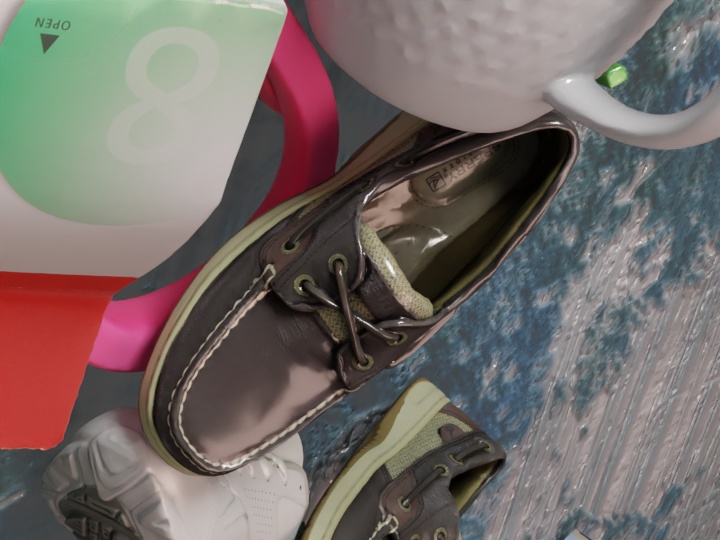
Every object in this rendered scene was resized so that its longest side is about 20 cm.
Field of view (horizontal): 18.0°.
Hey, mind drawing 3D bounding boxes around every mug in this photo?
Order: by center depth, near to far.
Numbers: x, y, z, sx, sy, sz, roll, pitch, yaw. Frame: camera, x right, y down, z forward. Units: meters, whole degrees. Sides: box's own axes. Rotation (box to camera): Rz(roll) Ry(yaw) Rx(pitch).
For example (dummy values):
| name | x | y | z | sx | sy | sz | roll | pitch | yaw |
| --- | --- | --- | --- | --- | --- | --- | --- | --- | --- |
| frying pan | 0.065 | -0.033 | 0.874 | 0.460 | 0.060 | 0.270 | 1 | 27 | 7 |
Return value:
| name | x | y | z | sx | sy | sz | roll | pitch | yaw |
| --- | --- | --- | --- | --- | --- | --- | --- | --- | --- |
| mug | 0.073 | -0.127 | 0.788 | 0.148 | 0.200 | 0.175 | -10 | 136 | -49 |

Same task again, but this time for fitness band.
| name | x | y | z | sx | sy | sz | roll | pitch | yaw |
| --- | --- | --- | --- | --- | --- | --- | --- | --- | --- |
| fitness band | -0.075 | -0.040 | 0.826 | 0.144 | 0.037 | 0.200 | -49 | 149 | -10 |

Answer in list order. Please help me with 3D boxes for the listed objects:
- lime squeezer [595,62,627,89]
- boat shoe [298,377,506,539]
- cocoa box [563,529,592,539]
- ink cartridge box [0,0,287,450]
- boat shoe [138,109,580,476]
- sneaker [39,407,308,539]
| name | x | y | z | sx | sy | sz | roll | pitch | yaw |
| --- | --- | --- | --- | --- | --- | --- | --- | --- | --- |
| lime squeezer | 0.058 | -0.072 | 0.935 | 0.038 | 0.071 | 0.200 | -11 | 167 | -14 |
| boat shoe | 0.017 | 0.118 | 1.031 | 0.201 | 0.066 | 0.072 | -53 | 164 | -57 |
| cocoa box | 0.109 | 0.280 | 1.330 | 0.200 | 0.131 | 0.133 | -40 | 147 | -25 |
| ink cartridge box | -0.129 | -0.014 | 0.720 | 0.161 | 0.050 | 0.200 | 3 | 118 | -36 |
| boat shoe | 0.000 | 0.000 | 0.850 | 0.200 | 0.065 | 0.073 | -47 | 111 | -11 |
| sneaker | -0.068 | 0.090 | 0.948 | 0.099 | 0.078 | 0.200 | -52 | 161 | -17 |
